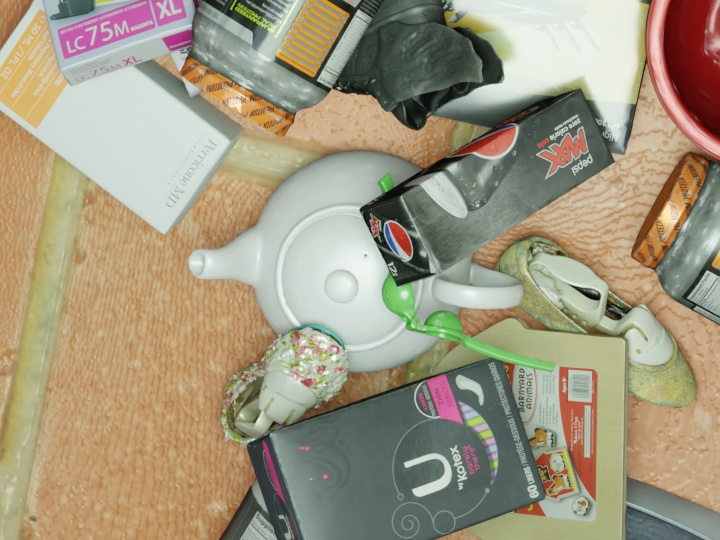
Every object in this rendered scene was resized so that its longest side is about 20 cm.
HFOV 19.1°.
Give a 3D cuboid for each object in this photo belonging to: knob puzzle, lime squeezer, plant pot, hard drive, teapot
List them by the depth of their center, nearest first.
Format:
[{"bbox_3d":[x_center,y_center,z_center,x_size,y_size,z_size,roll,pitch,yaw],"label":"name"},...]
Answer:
[{"bbox_3d":[0.318,-0.185,1.641,0.199,0.183,0.202,2,102,7],"label":"plant pot"},{"bbox_3d":[0.061,0.024,1.656,0.200,0.038,0.071,48,59,-1],"label":"lime squeezer"},{"bbox_3d":[0.000,0.000,1.738,0.200,0.146,0.198,-38,95,12],"label":"teapot"},{"bbox_3d":[0.130,0.137,1.772,0.218,0.030,0.222,3,97,28],"label":"knob puzzle"},{"bbox_3d":[0.204,0.240,1.811,0.199,0.042,0.136,19,103,4],"label":"hard drive"}]

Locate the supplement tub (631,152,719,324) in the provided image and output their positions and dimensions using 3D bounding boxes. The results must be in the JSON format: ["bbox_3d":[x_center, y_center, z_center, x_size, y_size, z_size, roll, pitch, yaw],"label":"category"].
[{"bbox_3d":[0.324,-0.005,1.699,0.199,0.123,0.123,30,103,1],"label":"supplement tub"}]

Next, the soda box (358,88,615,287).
[{"bbox_3d":[0.099,-0.066,1.642,0.199,0.063,0.071,-32,100,-31],"label":"soda box"}]

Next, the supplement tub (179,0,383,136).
[{"bbox_3d":[-0.049,-0.213,1.643,0.122,0.123,0.201,32,95,0],"label":"supplement tub"}]

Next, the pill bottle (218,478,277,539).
[{"bbox_3d":[-0.061,0.236,1.810,0.110,0.111,0.201,32,103,0],"label":"pill bottle"}]

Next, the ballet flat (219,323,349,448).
[{"bbox_3d":[-0.064,0.102,1.750,0.075,0.200,0.064,31,64,-8],"label":"ballet flat"}]

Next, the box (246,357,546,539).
[{"bbox_3d":[0.027,0.158,1.692,0.199,0.106,0.123,-18,86,-15],"label":"box"}]

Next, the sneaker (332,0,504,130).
[{"bbox_3d":[0.021,-0.154,1.693,0.199,0.060,0.105,-28,70,36],"label":"sneaker"}]

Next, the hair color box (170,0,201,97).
[{"bbox_3d":[-0.069,-0.231,1.746,0.199,0.061,0.100,-25,96,11],"label":"hair color box"}]

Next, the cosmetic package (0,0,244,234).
[{"bbox_3d":[-0.208,-0.133,1.777,0.199,0.071,0.102,36,103,-1],"label":"cosmetic package"}]

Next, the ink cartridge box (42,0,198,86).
[{"bbox_3d":[-0.204,-0.259,1.719,0.119,0.042,0.201,-18,68,5],"label":"ink cartridge box"}]

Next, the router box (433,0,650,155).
[{"bbox_3d":[0.134,-0.192,1.731,0.198,0.052,0.158,11,103,5],"label":"router box"}]

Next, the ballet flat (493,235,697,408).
[{"bbox_3d":[0.200,0.040,1.755,0.199,0.071,0.071,35,103,2],"label":"ballet flat"}]
